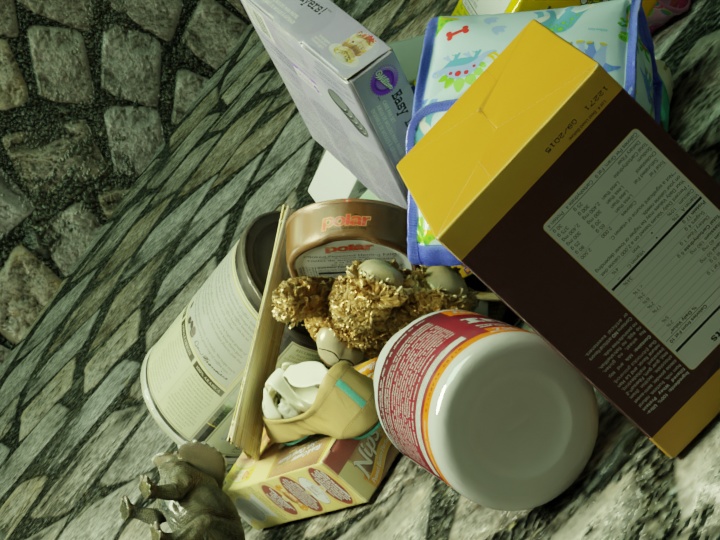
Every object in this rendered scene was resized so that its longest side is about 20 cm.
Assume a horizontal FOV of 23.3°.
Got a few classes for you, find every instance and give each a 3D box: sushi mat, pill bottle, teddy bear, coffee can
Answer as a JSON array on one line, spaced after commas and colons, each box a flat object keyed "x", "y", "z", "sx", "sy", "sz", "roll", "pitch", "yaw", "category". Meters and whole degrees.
[{"x": -0.075, "y": 0.052, "z": 1.441, "sx": 0.096, "sy": 0.012, "sz": 0.202, "roll": 55, "pitch": -134, "yaw": -74, "category": "sushi mat"}, {"x": 0.074, "y": 0.086, "z": 1.173, "sx": 0.113, "sy": 0.113, "sz": 0.200, "roll": -49, "pitch": 15, "yaw": -6, "category": "pill bottle"}, {"x": 0.009, "y": 0.033, "z": 1.325, "sx": 0.199, "sy": 0.144, "sz": 0.068, "roll": -15, "pitch": 75, "yaw": 50, "category": "teddy bear"}, {"x": -0.095, "y": 0.063, "z": 1.609, "sx": 0.200, "sy": 0.146, "sz": 0.147, "roll": -48, "pitch": 11, "yaw": 37, "category": "coffee can"}]

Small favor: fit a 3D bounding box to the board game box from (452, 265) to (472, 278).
[{"x": 0.133, "y": -0.052, "z": 1.386, "sx": 0.199, "sy": 0.030, "sz": 0.096, "roll": -31, "pitch": 20, "yaw": 21, "category": "board game box"}]

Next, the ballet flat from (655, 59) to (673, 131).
[{"x": 0.220, "y": -0.156, "z": 1.468, "sx": 0.070, "sy": 0.068, "sz": 0.200, "roll": -26, "pitch": 20, "yaw": -14, "category": "ballet flat"}]

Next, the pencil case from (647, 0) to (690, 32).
[{"x": 0.217, "y": -0.231, "z": 1.642, "sx": 0.200, "sy": 0.087, "sz": 0.088, "roll": -36, "pitch": 18, "yaw": 42, "category": "pencil case"}]

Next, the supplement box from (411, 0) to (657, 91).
[{"x": 0.139, "y": -0.185, "z": 1.434, "sx": 0.201, "sy": 0.109, "sz": 0.109, "roll": -60, "pitch": 24, "yaw": 22, "category": "supplement box"}]

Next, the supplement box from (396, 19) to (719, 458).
[{"x": 0.147, "y": -0.026, "z": 1.072, "sx": 0.133, "sy": 0.200, "sz": 0.197, "roll": -46, "pitch": 14, "yaw": 7, "category": "supplement box"}]

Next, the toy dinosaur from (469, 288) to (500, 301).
[{"x": 0.147, "y": 0.009, "z": 1.316, "sx": 0.199, "sy": 0.058, "sz": 0.101, "roll": -28, "pitch": 8, "yaw": 34, "category": "toy dinosaur"}]

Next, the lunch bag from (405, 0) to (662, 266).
[{"x": 0.125, "y": -0.091, "z": 1.270, "sx": 0.168, "sy": 0.128, "sz": 0.202, "roll": -3, "pitch": 56, "yaw": 20, "category": "lunch bag"}]

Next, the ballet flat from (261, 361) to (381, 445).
[{"x": -0.040, "y": 0.095, "z": 1.364, "sx": 0.069, "sy": 0.063, "sz": 0.200, "roll": -54, "pitch": 16, "yaw": -21, "category": "ballet flat"}]

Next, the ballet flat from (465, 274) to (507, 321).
[{"x": 0.090, "y": 0.042, "z": 1.399, "sx": 0.067, "sy": 0.047, "sz": 0.201, "roll": -2, "pitch": 47, "yaw": 32, "category": "ballet flat"}]

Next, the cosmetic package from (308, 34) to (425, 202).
[{"x": 0.051, "y": -0.136, "z": 1.610, "sx": 0.150, "sy": 0.052, "sz": 0.201, "roll": -21, "pitch": -26, "yaw": -35, "category": "cosmetic package"}]

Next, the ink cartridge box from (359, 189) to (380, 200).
[{"x": 0.106, "y": -0.085, "z": 1.534, "sx": 0.200, "sy": 0.050, "sz": 0.161, "roll": -46, "pitch": 34, "yaw": -7, "category": "ink cartridge box"}]

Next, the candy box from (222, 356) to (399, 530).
[{"x": -0.033, "y": 0.145, "z": 1.451, "sx": 0.200, "sy": 0.055, "sz": 0.116, "roll": -24, "pitch": 28, "yaw": 57, "category": "candy box"}]

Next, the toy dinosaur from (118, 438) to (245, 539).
[{"x": -0.132, "y": 0.210, "z": 1.430, "sx": 0.201, "sy": 0.102, "sz": 0.077, "roll": 59, "pitch": 137, "yaw": 32, "category": "toy dinosaur"}]

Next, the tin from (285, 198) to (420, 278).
[{"x": 0.000, "y": 0.000, "z": 1.428, "sx": 0.200, "sy": 0.111, "sz": 0.042, "roll": 75, "pitch": -170, "yaw": -65, "category": "tin"}]

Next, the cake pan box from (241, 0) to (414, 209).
[{"x": -0.011, "y": -0.142, "z": 1.428, "sx": 0.052, "sy": 0.185, "sz": 0.200, "roll": -36, "pitch": 43, "yaw": -10, "category": "cake pan box"}]
